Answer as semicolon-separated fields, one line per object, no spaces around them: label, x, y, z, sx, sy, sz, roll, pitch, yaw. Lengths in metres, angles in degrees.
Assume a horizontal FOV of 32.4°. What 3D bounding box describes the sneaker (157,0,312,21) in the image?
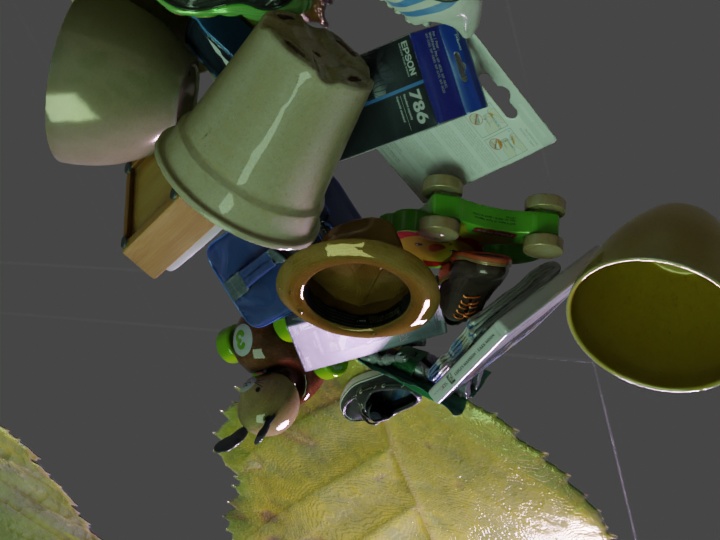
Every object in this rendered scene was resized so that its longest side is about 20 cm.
sneaker;-0.141;-0.317;1.333;0.197;0.077;0.085;7;118;21

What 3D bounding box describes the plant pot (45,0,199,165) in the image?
plant pot;-0.260;-0.209;1.416;0.132;0.202;0.202;13;140;5

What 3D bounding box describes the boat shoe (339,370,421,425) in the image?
boat shoe;0.030;0.187;1.773;0.070;0.067;0.199;43;138;-19

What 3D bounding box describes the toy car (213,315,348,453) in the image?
toy car;-0.139;0.168;1.744;0.163;0.201;0.158;-21;121;43

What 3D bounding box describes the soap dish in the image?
soap dish;-0.226;-0.102;1.534;0.080;0.160;0.199;14;150;-30

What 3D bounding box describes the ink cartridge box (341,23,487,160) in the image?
ink cartridge box;0.034;-0.188;1.309;0.198;0.039;0.101;-17;94;41

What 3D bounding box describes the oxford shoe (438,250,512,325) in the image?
oxford shoe;0.132;0.022;1.432;0.070;0.074;0.200;7;169;-3

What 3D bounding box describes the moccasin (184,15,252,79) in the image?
moccasin;-0.119;-0.220;1.423;0.201;0.080;0.068;50;143;-4

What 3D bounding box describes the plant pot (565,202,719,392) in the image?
plant pot;0.337;0.012;1.345;0.197;0.143;0.202;16;140;14

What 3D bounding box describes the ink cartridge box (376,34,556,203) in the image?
ink cartridge box;0.097;-0.175;1.363;0.199;0.050;0.162;-24;118;39

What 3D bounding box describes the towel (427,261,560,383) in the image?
towel;0.157;0.064;1.486;0.024;0.146;0.200;50;157;11

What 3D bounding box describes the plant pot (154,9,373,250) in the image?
plant pot;-0.085;-0.156;1.285;0.199;0.201;0.184;32;116;-6

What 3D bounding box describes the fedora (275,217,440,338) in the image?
fedora;0.000;0.000;1.400;0.197;0.083;0.202;6;147;4

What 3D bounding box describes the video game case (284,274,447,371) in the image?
video game case;0.011;0.070;1.587;0.197;0.019;0.143;-15;151;0

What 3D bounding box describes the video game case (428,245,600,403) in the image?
video game case;0.183;0.063;1.454;0.023;0.199;0.182;49;142;10

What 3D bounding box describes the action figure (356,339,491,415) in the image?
action figure;0.065;0.122;1.672;0.198;0.118;0.055;19;119;23

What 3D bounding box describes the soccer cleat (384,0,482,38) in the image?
soccer cleat;0.035;-0.284;1.235;0.198;0.070;0.087;28;159;29

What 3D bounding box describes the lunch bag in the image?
lunch bag;-0.088;-0.023;1.536;0.199;0.132;0.137;-32;96;46

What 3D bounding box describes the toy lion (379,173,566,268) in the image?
toy lion;0.120;-0.040;1.451;0.197;0.070;0.192;9;161;-10
